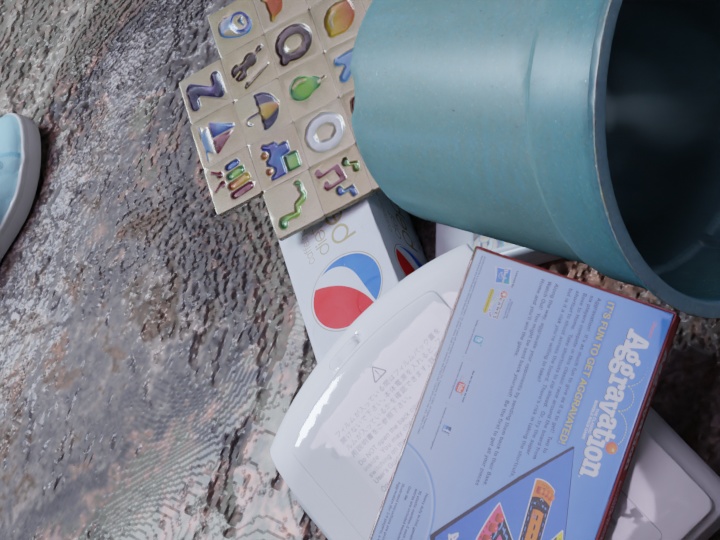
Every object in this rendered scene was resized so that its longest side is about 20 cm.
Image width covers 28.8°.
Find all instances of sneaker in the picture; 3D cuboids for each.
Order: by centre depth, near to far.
[{"bbox_3d":[-0.321,-0.045,1.113,0.073,0.082,0.202,5,69,39],"label":"sneaker"}]

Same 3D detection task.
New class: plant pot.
[{"bbox_3d":[0.110,-0.090,0.706,0.195,0.200,0.202,11,72,50],"label":"plant pot"}]

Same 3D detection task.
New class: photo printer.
[{"bbox_3d":[0.059,0.099,0.699,0.167,0.069,0.200,-47,67,7],"label":"photo printer"}]

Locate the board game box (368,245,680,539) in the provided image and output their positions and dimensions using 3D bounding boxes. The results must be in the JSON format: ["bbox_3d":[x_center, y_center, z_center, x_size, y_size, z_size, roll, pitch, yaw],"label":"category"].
[{"bbox_3d":[0.066,0.099,0.648,0.102,0.019,0.202,19,86,24],"label":"board game box"}]

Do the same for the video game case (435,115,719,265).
[{"bbox_3d":[0.133,-0.097,0.825,0.199,0.024,0.184,-16,57,31],"label":"video game case"}]

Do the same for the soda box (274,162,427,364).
[{"bbox_3d":[0.000,0.000,0.847,0.068,0.064,0.201,-35,49,18],"label":"soda box"}]

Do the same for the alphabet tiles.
[{"bbox_3d":[-0.016,-0.119,0.855,0.199,0.006,0.168,-26,65,15],"label":"alphabet tiles"}]
